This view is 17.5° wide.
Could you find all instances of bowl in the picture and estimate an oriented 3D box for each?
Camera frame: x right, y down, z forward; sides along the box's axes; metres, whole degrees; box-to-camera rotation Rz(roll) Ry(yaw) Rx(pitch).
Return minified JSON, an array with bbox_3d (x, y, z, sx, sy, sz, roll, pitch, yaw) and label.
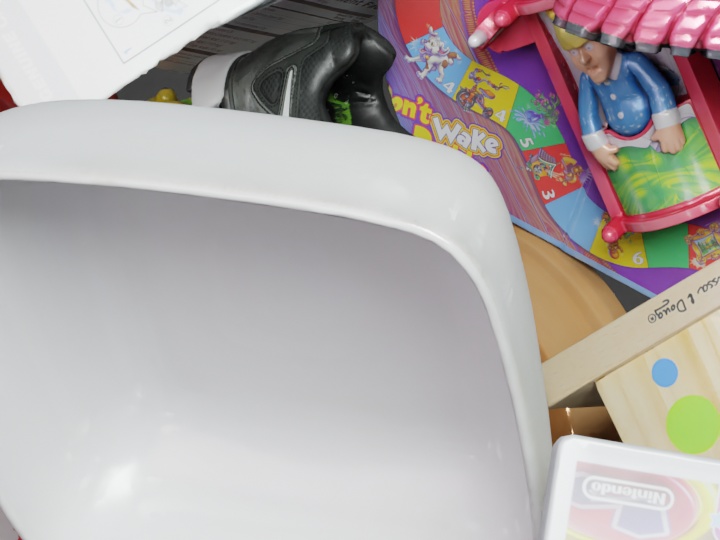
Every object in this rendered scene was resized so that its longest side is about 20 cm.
[{"bbox_3d":[-0.032,0.025,0.738,0.199,0.075,0.200,6,134,19],"label":"bowl"}]

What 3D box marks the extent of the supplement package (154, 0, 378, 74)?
[{"bbox_3d":[-0.070,-0.190,0.874,0.111,0.156,0.201,-18,79,29],"label":"supplement package"}]

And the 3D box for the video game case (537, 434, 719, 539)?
[{"bbox_3d":[0.107,0.155,0.629,0.143,0.018,0.201,10,83,-1],"label":"video game case"}]

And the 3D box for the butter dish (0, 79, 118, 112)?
[{"bbox_3d":[-0.222,-0.087,0.980,0.200,0.148,0.199,38,114,-17],"label":"butter dish"}]

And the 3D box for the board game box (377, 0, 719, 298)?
[{"bbox_3d":[0.084,-0.063,0.796,0.200,0.039,0.158,30,126,17],"label":"board game box"}]

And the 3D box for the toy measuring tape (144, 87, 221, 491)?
[{"bbox_3d":[-0.057,-0.006,0.886,0.074,0.073,0.200,-43,39,23],"label":"toy measuring tape"}]

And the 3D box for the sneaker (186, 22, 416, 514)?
[{"bbox_3d":[0.000,0.000,0.831,0.090,0.066,0.201,-26,73,36],"label":"sneaker"}]

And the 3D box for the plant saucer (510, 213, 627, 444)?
[{"bbox_3d":[0.019,0.072,0.880,0.200,0.037,0.201,-1,88,32],"label":"plant saucer"}]

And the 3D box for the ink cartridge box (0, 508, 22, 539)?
[{"bbox_3d":[-0.140,0.128,0.945,0.200,0.067,0.116,-45,53,22],"label":"ink cartridge box"}]

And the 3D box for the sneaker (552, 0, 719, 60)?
[{"bbox_3d":[0.160,-0.096,0.706,0.199,0.081,0.075,7,99,5],"label":"sneaker"}]

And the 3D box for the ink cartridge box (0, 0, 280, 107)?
[{"bbox_3d":[-0.056,-0.158,0.762,0.200,0.050,0.162,-33,84,6],"label":"ink cartridge box"}]

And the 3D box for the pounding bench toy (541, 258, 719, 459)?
[{"bbox_3d":[0.189,0.054,0.723,0.200,0.124,0.156,-33,72,26],"label":"pounding bench toy"}]
